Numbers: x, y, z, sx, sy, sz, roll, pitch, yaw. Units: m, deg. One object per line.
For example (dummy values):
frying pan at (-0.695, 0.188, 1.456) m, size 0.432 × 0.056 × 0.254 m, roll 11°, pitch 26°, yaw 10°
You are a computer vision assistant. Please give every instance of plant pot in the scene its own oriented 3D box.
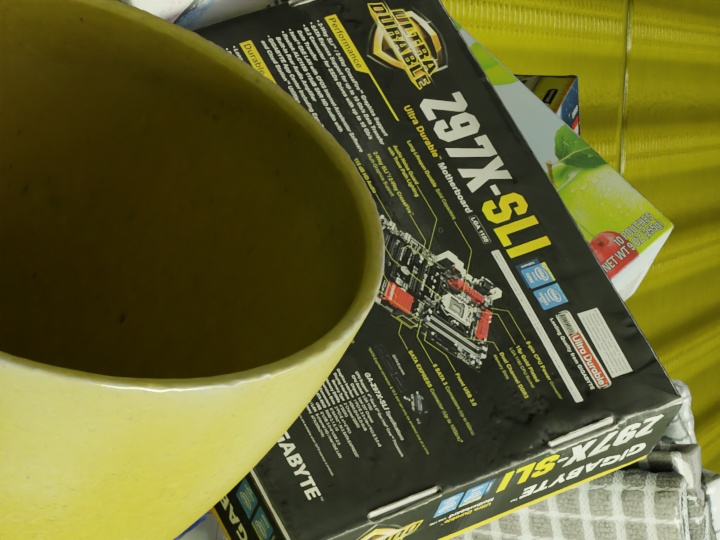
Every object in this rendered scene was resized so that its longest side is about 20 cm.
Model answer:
plant pot at (-0.108, 0.022, 0.844) m, size 0.200 × 0.199 × 0.143 m, roll -61°, pitch 174°, yaw -56°

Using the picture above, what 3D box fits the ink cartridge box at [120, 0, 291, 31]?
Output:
ink cartridge box at (-0.045, -0.131, 1.019) m, size 0.116 × 0.068 × 0.200 m, roll -35°, pitch 150°, yaw -8°

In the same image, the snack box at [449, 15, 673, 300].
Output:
snack box at (0.000, 0.000, 1.028) m, size 0.200 × 0.142 × 0.053 m, roll -38°, pitch 164°, yaw -33°

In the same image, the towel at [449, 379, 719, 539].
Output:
towel at (0.065, 0.139, 1.096) m, size 0.086 × 0.164 × 0.201 m, roll -56°, pitch 142°, yaw -51°

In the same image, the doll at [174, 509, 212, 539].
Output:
doll at (-0.113, 0.113, 0.958) m, size 0.199 × 0.048 × 0.137 m, roll -24°, pitch 78°, yaw -45°

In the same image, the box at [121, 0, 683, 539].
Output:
box at (-0.005, 0.000, 0.965) m, size 0.201 × 0.159 × 0.049 m, roll 59°, pitch -30°, yaw 21°

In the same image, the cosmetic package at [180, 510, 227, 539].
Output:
cosmetic package at (-0.053, 0.081, 1.148) m, size 0.200 × 0.089 × 0.108 m, roll 64°, pitch 32°, yaw -78°

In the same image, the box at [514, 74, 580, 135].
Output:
box at (0.018, -0.042, 1.310) m, size 0.200 × 0.136 × 0.038 m, roll -56°, pitch 145°, yaw -60°
